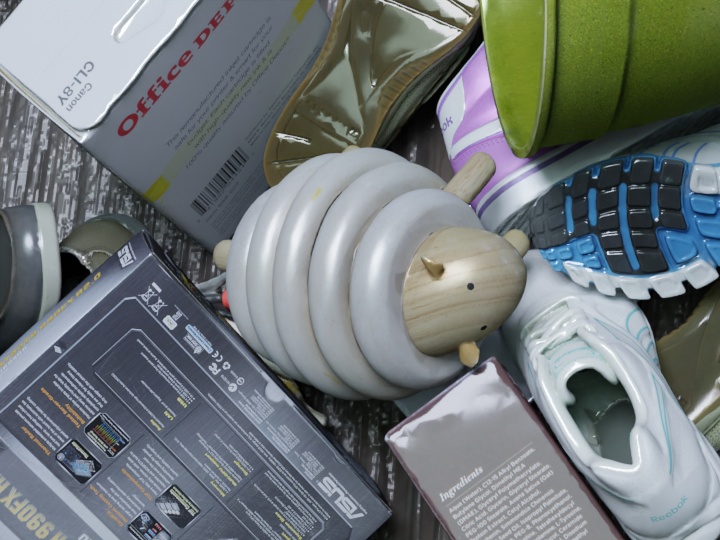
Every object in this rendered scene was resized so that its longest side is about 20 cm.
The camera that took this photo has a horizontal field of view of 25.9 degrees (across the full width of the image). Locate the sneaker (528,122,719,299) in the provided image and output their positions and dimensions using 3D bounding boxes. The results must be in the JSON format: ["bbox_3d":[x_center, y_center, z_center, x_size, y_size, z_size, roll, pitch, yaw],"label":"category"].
[{"bbox_3d":[0.183,-0.042,0.805,0.197,0.087,0.076,-11,111,5],"label":"sneaker"}]

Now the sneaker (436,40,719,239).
[{"bbox_3d":[0.135,-0.107,0.844,0.199,0.073,0.115,-24,66,1],"label":"sneaker"}]

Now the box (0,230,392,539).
[{"bbox_3d":[-0.104,0.106,0.817,0.158,0.048,0.200,-42,110,1],"label":"box"}]

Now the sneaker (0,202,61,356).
[{"bbox_3d":[-0.237,0.016,0.848,0.199,0.105,0.076,-30,64,52],"label":"sneaker"}]

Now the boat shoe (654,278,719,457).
[{"bbox_3d":[0.205,0.047,0.810,0.200,0.066,0.072,-39,45,4],"label":"boat shoe"}]

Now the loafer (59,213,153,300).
[{"bbox_3d":[-0.148,0.071,0.864,0.074,0.069,0.203,-5,91,25],"label":"loafer"}]

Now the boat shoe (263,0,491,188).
[{"bbox_3d":[0.018,-0.122,0.875,0.073,0.063,0.202,33,101,7],"label":"boat shoe"}]

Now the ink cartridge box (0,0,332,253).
[{"bbox_3d":[-0.094,-0.113,0.853,0.083,0.200,0.146,38,86,20],"label":"ink cartridge box"}]

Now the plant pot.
[{"bbox_3d":[0.161,-0.163,0.736,0.190,0.201,0.203,-6,73,-3],"label":"plant pot"}]

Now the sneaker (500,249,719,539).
[{"bbox_3d":[0.114,0.046,0.773,0.070,0.080,0.201,-39,42,9],"label":"sneaker"}]

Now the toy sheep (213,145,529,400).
[{"bbox_3d":[0.000,0.000,0.796,0.199,0.137,0.140,2,73,45],"label":"toy sheep"}]

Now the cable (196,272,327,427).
[{"bbox_3d":[-0.098,0.023,0.893,0.197,0.050,0.098,11,90,15],"label":"cable"}]

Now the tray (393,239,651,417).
[{"bbox_3d":[0.092,0.006,0.870,0.200,0.022,0.108,-42,69,0],"label":"tray"}]

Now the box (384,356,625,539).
[{"bbox_3d":[0.099,0.147,0.778,0.075,0.100,0.201,-37,78,2],"label":"box"}]
